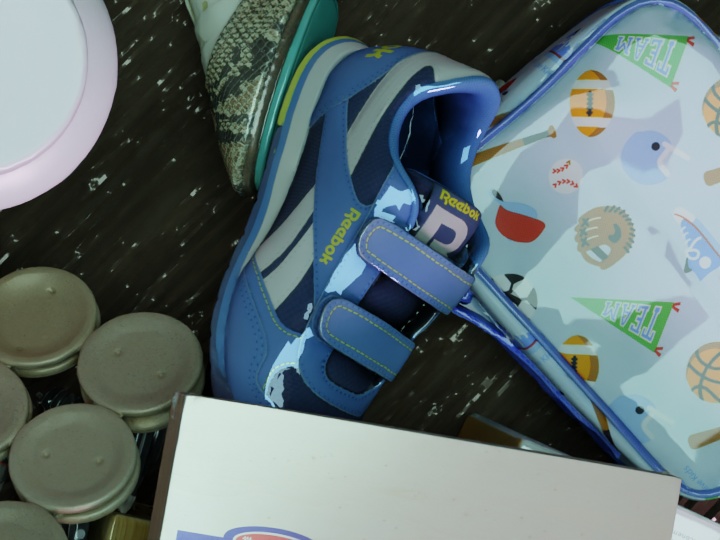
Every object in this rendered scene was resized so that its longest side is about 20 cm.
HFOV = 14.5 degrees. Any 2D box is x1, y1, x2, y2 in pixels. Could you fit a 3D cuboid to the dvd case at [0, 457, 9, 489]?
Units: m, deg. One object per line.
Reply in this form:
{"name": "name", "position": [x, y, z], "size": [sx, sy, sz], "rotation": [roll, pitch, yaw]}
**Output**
{"name": "dvd case", "position": [-0.236, 0.127, 1.135], "size": [0.146, 0.022, 0.200], "rotation": [21, 86, 16]}

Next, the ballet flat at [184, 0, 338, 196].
{"name": "ballet flat", "position": [-0.027, -0.129, 1.176], "size": [0.075, 0.068, 0.200], "rotation": [26, 82, 13]}

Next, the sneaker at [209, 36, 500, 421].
{"name": "sneaker", "position": [0.000, 0.000, 1.104], "size": [0.074, 0.082, 0.200], "rotation": [33, 65, -51]}

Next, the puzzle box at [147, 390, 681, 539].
{"name": "puzzle box", "position": [0.015, 0.125, 1.069], "size": [0.200, 0.025, 0.133], "rotation": [11, 90, -14]}

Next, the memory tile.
{"name": "memory tile", "position": [-0.174, 0.050, 1.108], "size": [0.200, 0.017, 0.153], "rotation": [20, 56, 19]}

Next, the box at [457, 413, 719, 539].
{"name": "box", "position": [0.057, 0.172, 1.162], "size": [0.097, 0.124, 0.200], "rotation": [24, 88, -8]}

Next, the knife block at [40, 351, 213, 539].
{"name": "knife block", "position": [-0.077, 0.133, 1.166], "size": [0.175, 0.064, 0.200], "rotation": [-34, 108, -17]}

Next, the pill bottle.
{"name": "pill bottle", "position": [-0.150, -0.078, 1.083], "size": [0.113, 0.200, 0.113], "rotation": [0, 92, -8]}

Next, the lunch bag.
{"name": "lunch bag", "position": [0.120, -0.010, 1.191], "size": [0.160, 0.076, 0.200], "rotation": [-43, 98, -2]}
